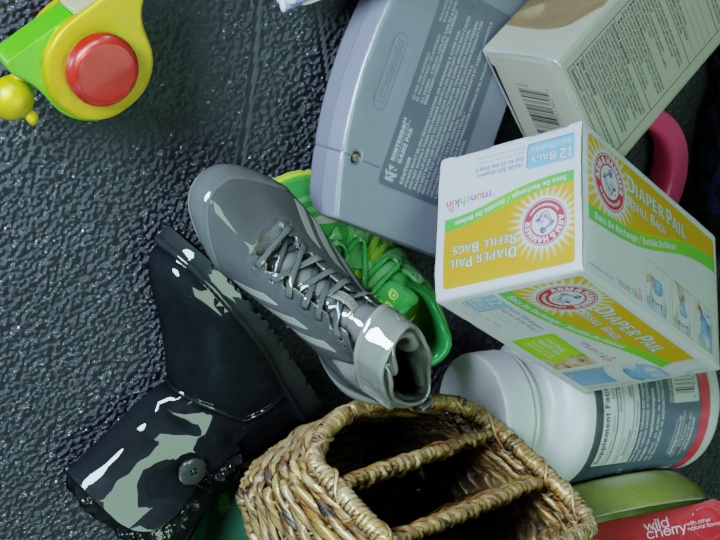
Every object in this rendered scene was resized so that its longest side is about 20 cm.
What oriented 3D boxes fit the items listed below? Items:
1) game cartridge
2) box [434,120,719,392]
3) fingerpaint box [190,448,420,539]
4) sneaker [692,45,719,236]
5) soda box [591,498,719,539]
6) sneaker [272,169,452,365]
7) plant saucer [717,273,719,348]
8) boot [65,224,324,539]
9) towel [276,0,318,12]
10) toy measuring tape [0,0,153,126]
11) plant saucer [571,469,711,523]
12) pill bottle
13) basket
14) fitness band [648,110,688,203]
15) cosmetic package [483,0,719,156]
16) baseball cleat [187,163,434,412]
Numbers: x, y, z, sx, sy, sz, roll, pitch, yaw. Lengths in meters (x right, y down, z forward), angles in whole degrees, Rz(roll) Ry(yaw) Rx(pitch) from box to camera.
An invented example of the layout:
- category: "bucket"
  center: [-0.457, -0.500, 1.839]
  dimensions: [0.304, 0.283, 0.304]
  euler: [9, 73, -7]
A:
- category: "game cartridge"
  center: [0.040, -0.119, 0.980]
  dimensions: [0.133, 0.040, 0.202]
  euler: [20, 90, -45]
- category: "box"
  center: [0.148, -0.002, 0.996]
  dimensions: [0.199, 0.112, 0.102]
  euler: [30, 55, -46]
- category: "fingerpaint box"
  center: [-0.033, 0.234, 1.121]
  dimensions: [0.199, 0.073, 0.168]
  euler: [20, 103, -38]
- category: "sneaker"
  center: [0.311, -0.116, 1.152]
  dimensions: [0.076, 0.076, 0.202]
  euler: [-7, 120, -25]
- category: "soda box"
  center: [0.185, 0.230, 1.142]
  dimensions: [0.198, 0.071, 0.063]
  euler: [-11, 160, -6]
- category: "sneaker"
  center: [0.000, 0.000, 1.010]
  dimensions: [0.074, 0.084, 0.200]
  euler: [-50, 129, 6]
- category: "plant saucer"
  center: [0.318, -0.026, 1.146]
  dimensions: [0.029, 0.200, 0.201]
  euler: [22, 104, 3]
- category: "boot"
  center: [-0.127, 0.089, 0.981]
  dimensions: [0.168, 0.076, 0.201]
  euler: [-43, 135, -11]
- category: "towel"
  center: [0.028, -0.249, 0.896]
  dimensions: [0.198, 0.024, 0.148]
  euler: [-14, 113, -7]
- category: "toy measuring tape"
  center: [-0.126, -0.145, 0.865]
  dimensions: [0.200, 0.074, 0.074]
  euler: [-38, 129, -9]
- category: "plant saucer"
  center: [0.178, 0.191, 1.192]
  dimensions: [0.198, 0.200, 0.031]
  euler: [-3, 72, -31]
- category: "pill bottle"
  center: [0.165, 0.102, 1.148]
  dimensions: [0.198, 0.120, 0.121]
  euler: [-2, 115, -31]
- category: "basket"
  center: [0.038, 0.146, 0.988]
  dimensions: [0.199, 0.148, 0.144]
  euler: [-8, 76, -50]
- category: "fitness band"
  center: [0.162, -0.046, 1.121]
  dimensions: [0.199, 0.037, 0.144]
  euler: [-37, 129, -9]
- category: "cosmetic package"
  center: [0.183, -0.172, 1.015]
  dimensions: [0.200, 0.071, 0.106]
  euler: [-47, 129, -21]
- category: "baseball cleat"
  center: [-0.019, 0.011, 0.914]
  dimensions: [0.200, 0.106, 0.070]
  euler: [46, 73, -28]
